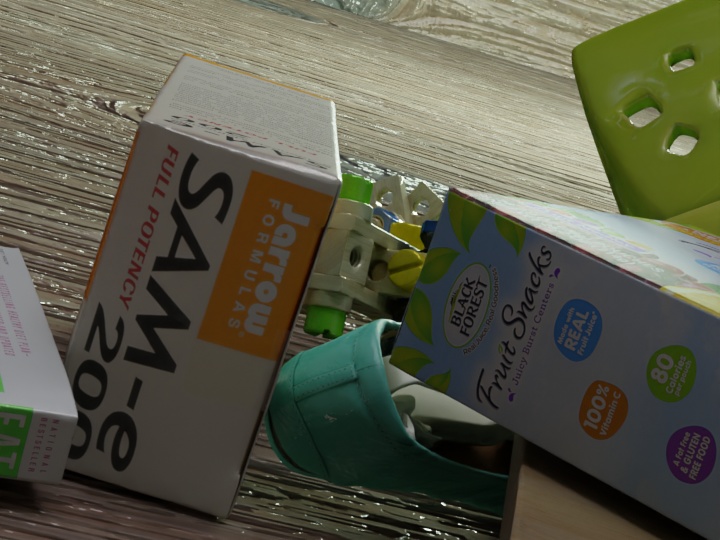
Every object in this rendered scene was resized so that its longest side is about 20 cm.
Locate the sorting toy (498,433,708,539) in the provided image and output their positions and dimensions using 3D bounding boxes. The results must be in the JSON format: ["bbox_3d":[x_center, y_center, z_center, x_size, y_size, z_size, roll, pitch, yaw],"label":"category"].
[{"bbox_3d":[0.133,0.120,0.590,0.199,0.070,0.199,19,12,3],"label":"sorting toy"}]

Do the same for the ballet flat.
[{"bbox_3d":[0.057,0.057,0.725,0.199,0.068,0.070,11,-30,-42],"label":"ballet flat"}]

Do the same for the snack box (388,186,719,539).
[{"bbox_3d":[0.138,0.042,0.611,0.200,0.068,0.168,29,14,35],"label":"snack box"}]

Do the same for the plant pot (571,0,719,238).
[{"bbox_3d":[0.215,-0.009,0.817,0.198,0.200,0.182,-19,31,14],"label":"plant pot"}]

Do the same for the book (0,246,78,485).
[{"bbox_3d":[-0.201,0.018,0.620,0.199,0.048,0.134,11,15,-23],"label":"book"}]

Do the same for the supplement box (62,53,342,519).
[{"bbox_3d":[-0.060,-0.004,0.728,0.073,0.127,0.200,18,11,-5],"label":"supplement box"}]

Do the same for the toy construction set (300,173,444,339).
[{"bbox_3d":[0.000,0.000,0.912,0.131,0.093,0.200,6,4,28],"label":"toy construction set"}]
